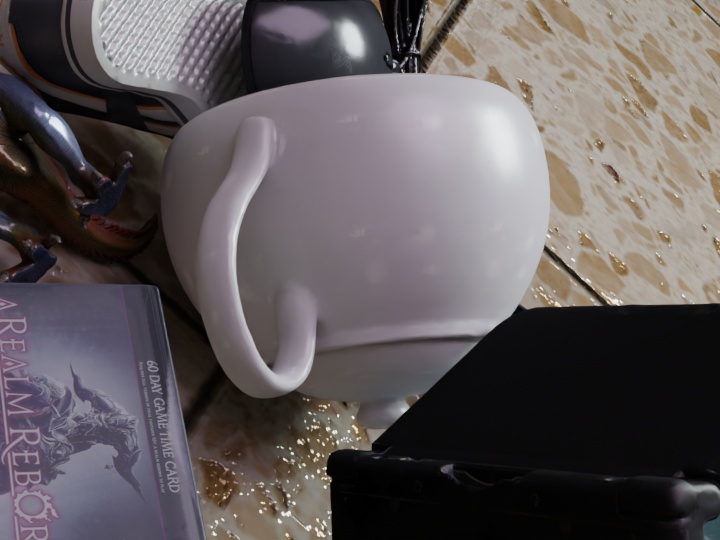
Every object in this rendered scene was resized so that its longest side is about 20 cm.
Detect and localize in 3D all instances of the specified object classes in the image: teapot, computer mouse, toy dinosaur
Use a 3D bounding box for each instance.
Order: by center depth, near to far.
[{"bbox_3d":[-0.198,-0.064,0.759,0.181,0.105,0.200,38,-10,12],"label":"toy dinosaur"},{"bbox_3d":[0.000,0.000,0.812,0.198,0.197,0.147,-2,80,-19],"label":"teapot"},{"bbox_3d":[0.002,-0.132,0.892,0.200,0.046,0.142,12,77,-66],"label":"computer mouse"}]

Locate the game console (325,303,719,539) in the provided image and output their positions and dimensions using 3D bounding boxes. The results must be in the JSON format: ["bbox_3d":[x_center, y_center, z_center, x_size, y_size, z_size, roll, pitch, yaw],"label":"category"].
[{"bbox_3d":[0.088,0.103,0.678,0.116,0.199,0.177,-1,89,-36],"label":"game console"}]

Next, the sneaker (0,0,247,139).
[{"bbox_3d":[-0.104,-0.106,0.840,0.200,0.079,0.079,22,75,-64],"label":"sneaker"}]

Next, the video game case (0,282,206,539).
[{"bbox_3d":[-0.157,0.060,0.594,0.198,0.019,0.143,1,47,-19],"label":"video game case"}]

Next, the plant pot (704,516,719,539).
[{"bbox_3d":[0.116,0.171,0.769,0.200,0.134,0.201,31,32,-22],"label":"plant pot"}]

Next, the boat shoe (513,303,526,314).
[{"bbox_3d":[0.047,0.000,0.959,0.200,0.069,0.084,41,29,-7],"label":"boat shoe"}]
